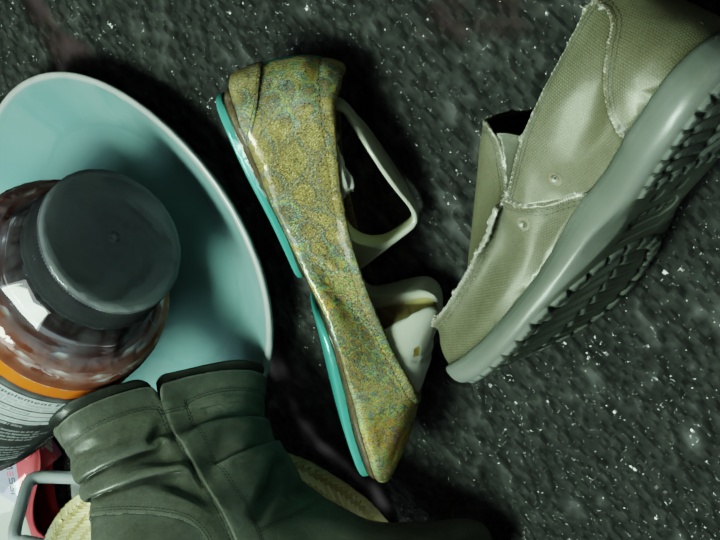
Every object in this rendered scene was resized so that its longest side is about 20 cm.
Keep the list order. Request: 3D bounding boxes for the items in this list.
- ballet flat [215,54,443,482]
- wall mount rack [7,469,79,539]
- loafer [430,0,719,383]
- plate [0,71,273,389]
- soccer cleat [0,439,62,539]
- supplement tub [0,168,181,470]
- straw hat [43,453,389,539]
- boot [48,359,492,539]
[{"bbox_3d":[0.000,0.000,0.730,0.070,0.071,0.201,-1,116,44],"label":"ballet flat"},{"bbox_3d":[-0.101,0.173,0.933,0.173,0.075,0.201,3,134,-1],"label":"wall mount rack"},{"bbox_3d":[0.079,-0.032,0.633,0.070,0.075,0.200,52,136,19],"label":"loafer"},{"bbox_3d":[-0.114,-0.011,0.855,0.200,0.026,0.201,24,131,31],"label":"plate"},{"bbox_3d":[-0.219,0.088,1.005,0.076,0.067,0.201,-6,111,11],"label":"soccer cleat"},{"bbox_3d":[-0.162,0.023,0.824,0.107,0.107,0.200,53,139,0],"label":"supplement tub"},{"bbox_3d":[-0.075,0.187,0.838,0.200,0.085,0.202,2,125,3],"label":"straw hat"},{"bbox_3d":[-0.038,0.098,0.782,0.068,0.199,0.131,118,142,-59],"label":"boot"}]
